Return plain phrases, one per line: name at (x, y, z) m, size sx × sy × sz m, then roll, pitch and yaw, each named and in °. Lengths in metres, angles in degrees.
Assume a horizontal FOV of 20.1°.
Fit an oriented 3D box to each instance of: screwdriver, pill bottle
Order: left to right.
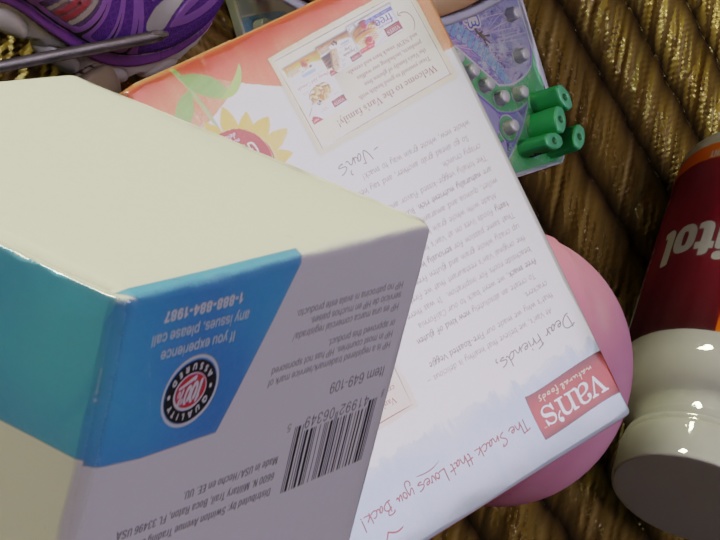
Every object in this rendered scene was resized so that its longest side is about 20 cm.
screwdriver at (-0.161, -0.074, 0.773) m, size 0.199 × 0.029 × 0.028 m, roll -19°, pitch 119°, yaw -38°
pill bottle at (0.196, 0.033, 1.050) m, size 0.113 × 0.113 × 0.201 m, roll 41°, pitch 54°, yaw -29°

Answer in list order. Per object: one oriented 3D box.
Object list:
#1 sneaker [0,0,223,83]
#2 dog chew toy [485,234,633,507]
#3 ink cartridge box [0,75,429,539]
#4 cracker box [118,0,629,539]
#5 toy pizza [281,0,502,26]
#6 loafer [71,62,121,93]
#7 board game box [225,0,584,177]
sneaker at (-0.110, -0.128, 0.798) m, size 0.200 × 0.083 × 0.081 m, roll 5°, pitch 67°, yaw -58°
dog chew toy at (0.022, 0.030, 0.883) m, size 0.199 × 0.124 × 0.125 m, roll 18°, pitch 68°, yaw -32°
ink cartridge box at (-0.096, 0.064, 0.596) m, size 0.146 × 0.145 × 0.201 m, roll -14°, pitch 123°, yaw -57°
cracker box at (0.000, 0.000, 0.785) m, size 0.133 × 0.058 × 0.201 m, roll -28°, pitch 93°, yaw -25°
toy pizza at (0.017, -0.203, 0.875) m, size 0.199 × 0.032 × 0.202 m, roll -2°, pitch 97°, yaw -16°
loafer at (-0.143, -0.008, 0.758) m, size 0.068 × 0.075 × 0.200 m, roll 55°, pitch 48°, yaw -11°
board game box at (0.019, -0.132, 0.980) m, size 0.199 × 0.026 × 0.201 m, roll -19°, pitch 93°, yaw -45°
